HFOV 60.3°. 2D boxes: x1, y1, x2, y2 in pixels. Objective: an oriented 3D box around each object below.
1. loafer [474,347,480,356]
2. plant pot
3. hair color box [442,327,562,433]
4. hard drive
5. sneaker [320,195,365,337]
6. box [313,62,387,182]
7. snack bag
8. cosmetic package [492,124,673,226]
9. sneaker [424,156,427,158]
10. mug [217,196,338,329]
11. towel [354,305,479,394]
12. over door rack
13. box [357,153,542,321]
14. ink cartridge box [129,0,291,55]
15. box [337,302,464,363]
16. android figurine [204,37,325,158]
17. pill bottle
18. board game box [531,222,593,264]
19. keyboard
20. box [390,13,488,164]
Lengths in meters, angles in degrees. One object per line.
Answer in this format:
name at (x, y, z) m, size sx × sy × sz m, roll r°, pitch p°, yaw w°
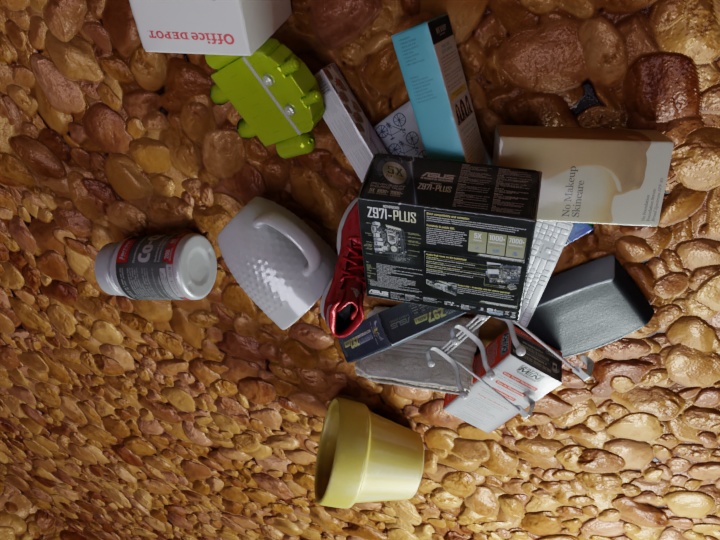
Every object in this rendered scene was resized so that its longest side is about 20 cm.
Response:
loafer at (0.121, 0.164, 1.084) m, size 0.197 × 0.072 × 0.073 m, roll -22°, pitch 119°, yaw 34°
plant pot at (0.019, 0.372, 1.235) m, size 0.185 × 0.203 × 0.203 m, roll 13°, pitch 135°, yaw -12°
hair color box at (0.227, 0.182, 1.010) m, size 0.100 × 0.062 × 0.201 m, roll 28°, pitch 137°, yaw -9°
hard drive at (0.323, 0.068, 0.941) m, size 0.198 × 0.043 × 0.135 m, roll -29°, pitch 114°, yaw 37°
sneaker at (0.000, 0.000, 0.860) m, size 0.077 × 0.116 × 0.204 m, roll 10°, pitch 104°, yaw -13°
box at (-0.004, -0.178, 0.838) m, size 0.041 × 0.039 × 0.202 m, roll -24°, pitch 105°, yaw 37°
snack bag at (0.093, -0.128, 0.854) m, size 0.187 × 0.021 × 0.202 m, roll -27°, pitch 102°, yaw 37°
cosmetic package at (0.260, -0.117, 0.753) m, size 0.195 × 0.071 × 0.108 m, roll 2°, pitch 113°, yaw 7°
sneaker at (0.072, -0.063, 0.843) m, size 0.083 × 0.075 × 0.203 m, roll 9°, pitch 127°, yaw 15°
mug at (-0.124, -0.027, 0.955) m, size 0.175 × 0.148 × 0.199 m, roll 45°, pitch 155°, yaw -8°
towel at (0.094, 0.127, 1.023) m, size 0.195 × 0.135 × 0.035 m, roll 4°, pitch 147°, yaw 18°
over door rack at (0.209, 0.139, 0.882) m, size 0.197 × 0.067 × 0.148 m, roll 30°, pitch 135°, yaw -10°
box at (0.104, -0.039, 0.739) m, size 0.195 × 0.087 × 0.166 m, roll 8°, pitch 138°, yaw 15°
ink cartridge box at (-0.177, -0.368, 0.698) m, size 0.144 × 0.146 × 0.203 m, roll 9°, pitch 132°, yaw 15°
box at (0.081, 0.070, 0.915) m, size 0.052 × 0.197 × 0.157 m, roll 66°, pitch 152°, yaw 8°
android figurine at (-0.124, -0.231, 0.823) m, size 0.198 × 0.041 × 0.183 m, roll 1°, pitch 137°, yaw 49°
pill bottle at (-0.367, -0.006, 1.106) m, size 0.196 × 0.115 × 0.115 m, roll -1°, pitch 129°, yaw 22°
board game box at (0.207, -0.064, 0.880) m, size 0.135 × 0.035 × 0.199 m, roll 43°, pitch 131°, yaw -15°
keyboard at (0.242, 0.004, 0.888) m, size 0.055 × 0.011 × 0.203 m, roll 21°, pitch 133°, yaw 12°
box at (0.100, -0.194, 0.748) m, size 0.048 × 0.082 × 0.204 m, roll -9°, pitch 111°, yaw 30°
